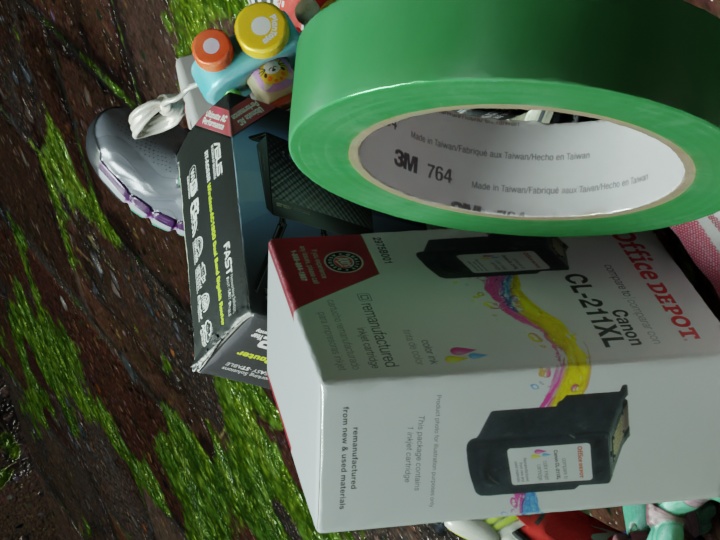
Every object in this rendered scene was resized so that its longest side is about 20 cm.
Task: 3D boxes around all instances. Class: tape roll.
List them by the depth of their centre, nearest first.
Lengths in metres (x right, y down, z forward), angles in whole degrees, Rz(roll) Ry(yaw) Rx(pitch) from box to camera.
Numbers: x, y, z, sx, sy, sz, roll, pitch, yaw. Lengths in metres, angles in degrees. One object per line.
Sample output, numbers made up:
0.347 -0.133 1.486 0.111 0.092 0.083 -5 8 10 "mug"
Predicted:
0.069 -0.066 0.861 0.200 0.199 0.049 135 141 -71 "tape roll"

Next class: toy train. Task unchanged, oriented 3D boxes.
-0.031 -0.108 1.193 0.056 0.199 0.150 59 136 15 "toy train"

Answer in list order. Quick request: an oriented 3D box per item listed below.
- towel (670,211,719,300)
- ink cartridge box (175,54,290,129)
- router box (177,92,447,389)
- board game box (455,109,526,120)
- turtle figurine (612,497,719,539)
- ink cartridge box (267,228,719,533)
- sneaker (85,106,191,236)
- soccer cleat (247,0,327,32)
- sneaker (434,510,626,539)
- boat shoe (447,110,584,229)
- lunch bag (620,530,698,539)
0.204 0.001 0.890 0.147 0.030 0.200 63 162 4 "towel"
-0.063 -0.047 1.398 0.201 0.084 0.147 -112 10 -52 "ink cartridge box"
0.000 0.000 1.121 0.062 0.199 0.151 -45 41 41 "router box"
0.046 -0.134 1.038 0.200 0.028 0.137 160 114 -71 "board game box"
0.167 0.151 1.020 0.200 0.100 0.151 -102 2 -64 "turtle figurine"
0.063 0.045 0.971 0.146 0.198 0.083 -115 24 -60 "ink cartridge box"
-0.066 -0.052 1.223 0.199 0.075 0.088 31 140 -13 "sneaker"
-0.036 -0.180 1.266 0.086 0.068 0.200 57 165 9 "soccer cleat"
0.086 0.112 1.084 0.199 0.085 0.077 30 180 -29 "sneaker"
0.093 -0.064 1.052 0.075 0.062 0.201 -113 29 -52 "boat shoe"
0.147 0.248 1.142 0.200 0.135 0.133 -90 -13 -62 "lunch bag"
